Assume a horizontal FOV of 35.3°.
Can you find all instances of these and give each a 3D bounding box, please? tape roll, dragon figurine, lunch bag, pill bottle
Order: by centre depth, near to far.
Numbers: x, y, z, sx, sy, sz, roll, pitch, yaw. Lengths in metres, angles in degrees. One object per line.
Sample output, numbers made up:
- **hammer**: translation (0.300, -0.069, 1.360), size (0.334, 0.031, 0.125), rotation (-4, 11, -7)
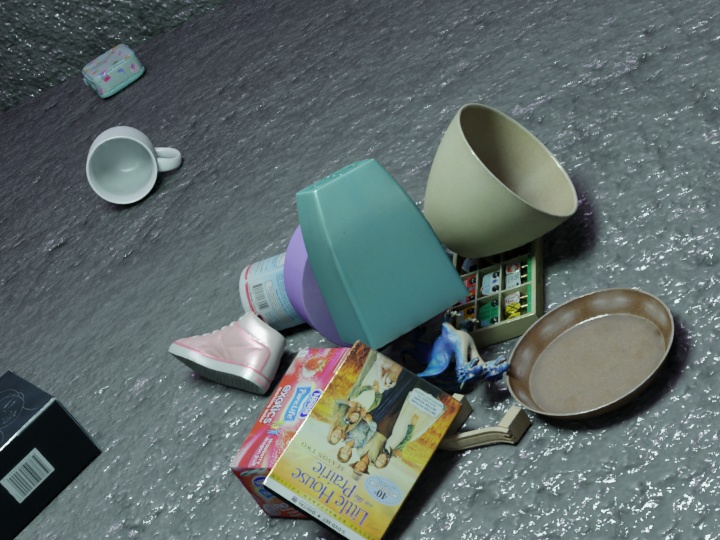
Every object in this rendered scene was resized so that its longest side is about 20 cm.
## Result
- **dragon figurine**: translation (0.096, 0.113, 1.372), size (0.200, 0.059, 0.100), rotation (-25, 52, 46)
- **tape roll**: translation (0.000, 0.000, 1.514), size (0.200, 0.200, 0.066), rotation (-38, 30, -11)
- **pill bottle**: translation (-0.069, 0.016, 1.652), size (0.199, 0.109, 0.109), rotation (-18, 32, 23)
- **lunch bag**: translation (-0.698, -0.560, 3.181), size (0.160, 0.077, 0.200), rotation (-38, 29, -7)

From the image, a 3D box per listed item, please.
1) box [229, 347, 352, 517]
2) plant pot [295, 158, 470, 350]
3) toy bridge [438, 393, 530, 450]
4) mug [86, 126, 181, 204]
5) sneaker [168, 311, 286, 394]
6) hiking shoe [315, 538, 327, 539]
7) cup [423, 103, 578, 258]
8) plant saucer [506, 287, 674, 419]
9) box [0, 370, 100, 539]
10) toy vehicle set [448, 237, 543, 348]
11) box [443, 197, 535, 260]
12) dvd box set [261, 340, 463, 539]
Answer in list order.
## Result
- **box**: translation (-0.058, 0.195, 1.380), size (0.099, 0.096, 0.200), rotation (-6, 38, 37)
- **plant pot**: translation (0.011, -0.027, 1.391), size (0.141, 0.201, 0.141), rotation (-29, 11, -14)
- **toy bridge**: translation (0.103, 0.176, 1.324), size (0.200, 0.027, 0.067), rotation (6, 48, 48)
- **mug**: translation (-0.486, -0.239, 2.439), size (0.199, 0.148, 0.175), rotation (-3, 20, -9)
- **sneaker**: translation (-0.187, 0.109, 1.643), size (0.200, 0.075, 0.105), rotation (10, 65, 41)
- **hiking shoe**: translation (-0.043, 0.310, 1.184), size (0.200, 0.101, 0.076), rotation (5, 45, 48)
- **cup**: translation (0.165, -0.099, 1.491), size (0.143, 0.200, 0.201), rotation (-48, 19, 30)
- **plant saucer**: translation (0.263, 0.099, 1.279), size (0.200, 0.035, 0.201), rotation (-25, 29, 15)
- **box**: translation (-0.531, 0.274, 1.692), size (0.200, 0.124, 0.196), rotation (-45, 33, -21)
- **toy vehicle set**: translation (0.178, 0.022, 1.486), size (0.124, 0.027, 0.200), rotation (-20, 31, 21)
- **box**: translation (0.183, -0.108, 1.663), size (0.160, 0.044, 0.200), rotation (-22, 31, 18)
- **dvd box set**: translation (0.004, 0.196, 1.267), size (0.146, 0.029, 0.200), rotation (31, 69, 11)
